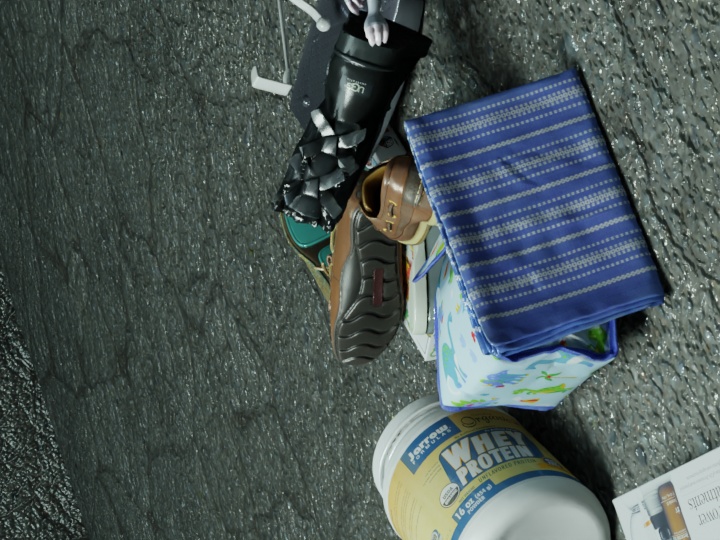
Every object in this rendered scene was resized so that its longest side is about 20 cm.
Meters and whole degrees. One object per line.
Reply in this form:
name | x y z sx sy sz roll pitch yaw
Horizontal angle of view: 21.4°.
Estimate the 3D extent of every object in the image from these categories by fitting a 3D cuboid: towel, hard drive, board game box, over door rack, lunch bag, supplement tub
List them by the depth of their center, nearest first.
towel | 0.128 -0.044 1.422 0.024 0.145 0.200 90 162 -72
lunch bag | 0.120 -0.003 1.516 0.170 0.127 0.200 129 141 -68
supplement tub | 0.106 0.201 1.623 0.200 0.145 0.145 -137 39 -56
over door rack | -0.031 -0.259 1.680 0.200 0.067 0.148 -83 19 -47
hard drive | -0.004 -0.199 1.771 0.135 0.042 0.200 58 139 42
board game box | 0.043 -0.030 1.805 0.126 0.035 0.200 99 150 -45

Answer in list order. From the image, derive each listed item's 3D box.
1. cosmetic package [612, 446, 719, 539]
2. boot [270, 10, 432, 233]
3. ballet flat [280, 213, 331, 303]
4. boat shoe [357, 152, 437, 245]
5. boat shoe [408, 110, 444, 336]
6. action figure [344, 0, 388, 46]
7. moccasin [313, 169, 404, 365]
cosmetic package | 0.262 0.208 1.357 0.151 0.052 0.200 70 158 12
boot | -0.008 -0.124 1.574 0.198 0.073 0.163 -54 -15 -73
ballet flat | -0.030 -0.015 1.974 0.071 0.071 0.200 97 152 -42
boat shoe | 0.033 -0.066 1.570 0.200 0.067 0.072 155 127 -79
boat shoe | 0.077 -0.040 1.675 0.073 0.062 0.200 108 166 -78
action figure | 0.020 -0.263 1.494 0.134 0.200 0.149 -143 46 -59
moccasin | -0.002 0.000 1.790 0.078 0.074 0.202 -115 18 -53
